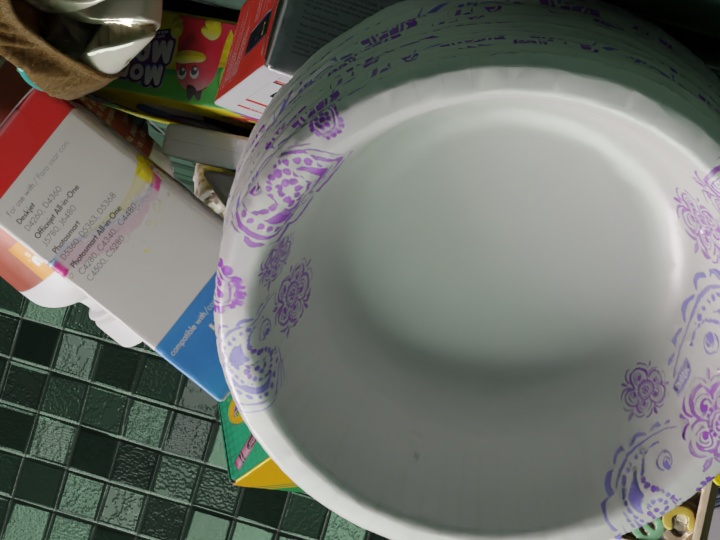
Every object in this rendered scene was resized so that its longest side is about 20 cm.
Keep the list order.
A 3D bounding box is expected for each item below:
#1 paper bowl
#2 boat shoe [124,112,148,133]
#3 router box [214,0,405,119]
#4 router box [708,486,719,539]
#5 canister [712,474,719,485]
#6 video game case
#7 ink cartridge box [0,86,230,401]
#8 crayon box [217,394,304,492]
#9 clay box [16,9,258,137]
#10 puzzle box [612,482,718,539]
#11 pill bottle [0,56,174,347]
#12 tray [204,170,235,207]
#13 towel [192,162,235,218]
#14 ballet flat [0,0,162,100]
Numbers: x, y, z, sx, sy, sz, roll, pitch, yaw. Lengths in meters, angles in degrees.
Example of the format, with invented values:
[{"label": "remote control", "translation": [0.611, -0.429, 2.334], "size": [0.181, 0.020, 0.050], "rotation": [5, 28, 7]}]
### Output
[{"label": "paper bowl", "translation": [0.049, -0.005, 0.801], "size": [0.200, 0.201, 0.104], "rotation": [17, -151, -10]}, {"label": "boat shoe", "translation": [-0.204, -0.103, 1.325], "size": [0.199, 0.075, 0.066], "rotation": [5, 142, 31]}, {"label": "router box", "translation": [0.047, -0.069, 0.925], "size": [0.200, 0.049, 0.179], "rotation": [17, 177, -10]}, {"label": "router box", "translation": [0.205, 0.113, 1.259], "size": [0.179, 0.200, 0.049], "rotation": [-18, 174, 3]}, {"label": "canister", "translation": [0.166, 0.017, 0.968], "size": [0.086, 0.149, 0.200], "rotation": [17, 179, -14]}, {"label": "video game case", "translation": [0.020, -0.039, 1.100], "size": [0.143, 0.017, 0.200], "rotation": [13, -178, 38]}, {"label": "ink cartridge box", "translation": [-0.122, -0.027, 1.081], "size": [0.200, 0.067, 0.116], "rotation": [39, 180, -2]}, {"label": "crayon box", "translation": [0.030, 0.052, 1.147], "size": [0.119, 0.058, 0.200], "rotation": [10, 147, -36]}, {"label": "clay box", "translation": [-0.076, -0.095, 1.105], "size": [0.200, 0.048, 0.115], "rotation": [12, 177, 32]}, {"label": "puzzle box", "translation": [0.136, 0.046, 1.191], "size": [0.133, 0.201, 0.025], "rotation": [14, -162, 20]}, {"label": "pill bottle", "translation": [-0.174, -0.053, 1.210], "size": [0.200, 0.112, 0.112], "rotation": [42, 170, -16]}, {"label": "tray", "translation": [0.000, 0.000, 1.165], "size": [0.107, 0.022, 0.200], "rotation": [12, 167, 25]}, {"label": "towel", "translation": [-0.048, -0.006, 1.259], "size": [0.133, 0.034, 0.200], "rotation": [-100, -14, -54]}, {"label": "ballet flat", "translation": [-0.129, -0.119, 0.962], "size": [0.072, 0.068, 0.200], "rotation": [-5, 166, 17]}]
